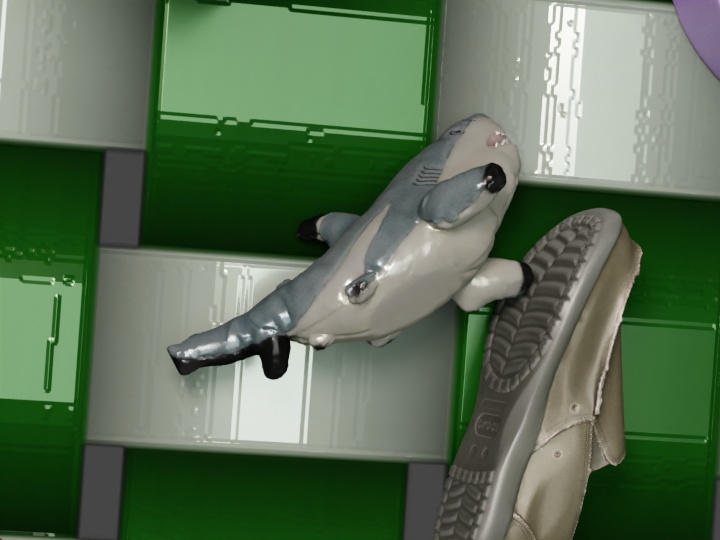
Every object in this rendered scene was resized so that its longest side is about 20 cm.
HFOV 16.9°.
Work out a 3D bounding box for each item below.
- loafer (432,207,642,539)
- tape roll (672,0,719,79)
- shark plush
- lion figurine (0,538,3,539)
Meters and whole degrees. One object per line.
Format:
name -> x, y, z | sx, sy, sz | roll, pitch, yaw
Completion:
loafer -> 0.099, 0.067, 1.222 | 0.069, 0.075, 0.201 | 20, 92, -23
tape roll -> 0.260, -0.172, 1.249 | 0.199, 0.066, 0.201 | 0, 92, -12
shark plush -> 0.000, 0.000, 1.202 | 0.200, 0.083, 0.091 | -38, 142, 1
lion figurine -> -0.145, 0.170, 1.173 | 0.199, 0.072, 0.123 | 5, 77, -26
